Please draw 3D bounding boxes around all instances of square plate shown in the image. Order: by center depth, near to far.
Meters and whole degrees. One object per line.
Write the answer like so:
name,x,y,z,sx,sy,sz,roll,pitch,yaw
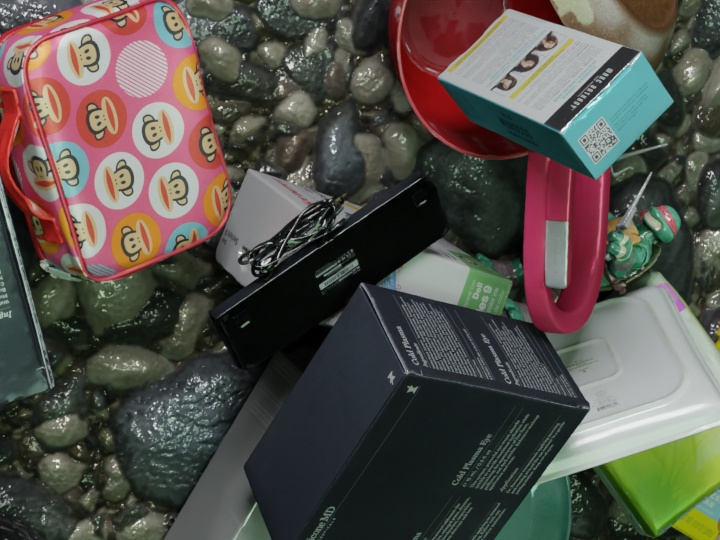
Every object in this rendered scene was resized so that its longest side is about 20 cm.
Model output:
square plate,0.191,0.089,1.440,0.198,0.199,0.029,-18,123,1

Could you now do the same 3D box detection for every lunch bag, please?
lunch bag,-0.196,-0.095,1.284,0.175,0.082,0.202,-26,114,-36

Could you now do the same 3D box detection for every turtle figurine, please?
turtle figurine,0.205,-0.024,1.482,0.199,0.150,0.101,-31,114,2

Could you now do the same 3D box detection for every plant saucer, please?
plant saucer,0.195,-0.245,1.328,0.200,0.036,0.202,29,52,-43
plant saucer,0.116,0.208,1.539,0.199,0.036,0.202,10,75,-44

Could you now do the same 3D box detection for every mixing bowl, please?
mixing bowl,0.097,-0.201,1.392,0.198,0.108,0.202,-8,110,-23

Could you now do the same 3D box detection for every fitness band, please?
fitness band,0.164,-0.050,1.343,0.037,0.143,0.202,6,100,20

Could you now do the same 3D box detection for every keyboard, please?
keyboard,-0.028,-0.015,1.280,0.199,0.040,0.104,-35,141,-12

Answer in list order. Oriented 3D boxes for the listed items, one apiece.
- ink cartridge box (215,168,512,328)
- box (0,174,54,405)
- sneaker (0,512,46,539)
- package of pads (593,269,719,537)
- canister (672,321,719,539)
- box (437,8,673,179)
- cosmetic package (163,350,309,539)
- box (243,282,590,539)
ink cartridge box,0.000,0.000,1.393,0.199,0.145,0.088,16,100,-28
box,-0.308,-0.022,1.211,0.123,0.200,0.198,-18,113,-13
sneaker,-0.328,0.239,1.374,0.199,0.076,0.091,22,107,-22
package of pads,0.263,0.117,1.549,0.154,0.068,0.201,-34,84,-10
canister,0.359,0.162,1.647,0.148,0.087,0.201,31,94,-30
box,0.139,-0.133,1.257,0.082,0.200,0.049,-44,118,-5
cosmetic package,-0.073,0.181,1.443,0.090,0.107,0.201,26,97,-31
box,0.041,0.130,1.326,0.181,0.104,0.201,13,122,-35
